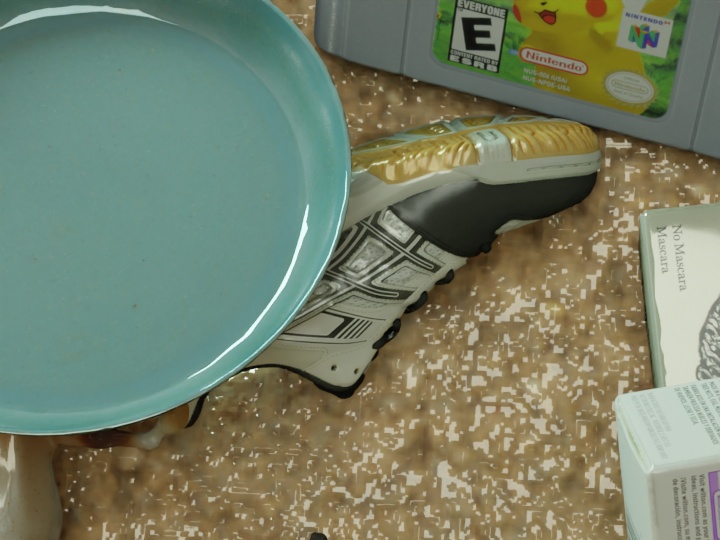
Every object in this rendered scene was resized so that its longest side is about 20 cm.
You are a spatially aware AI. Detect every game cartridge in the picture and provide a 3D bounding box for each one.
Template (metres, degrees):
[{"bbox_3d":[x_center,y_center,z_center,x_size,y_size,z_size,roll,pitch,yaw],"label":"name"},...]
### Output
[{"bbox_3d":[0.080,-0.118,0.778,0.198,0.134,0.041,15,38,11],"label":"game cartridge"}]

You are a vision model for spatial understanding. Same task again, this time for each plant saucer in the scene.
[{"bbox_3d":[-0.102,-0.029,0.743,0.198,0.027,0.202,-1,62,2],"label":"plant saucer"}]

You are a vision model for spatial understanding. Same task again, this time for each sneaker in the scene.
[{"bbox_3d":[0.000,0.000,0.798,0.198,0.076,0.088,-17,99,0],"label":"sneaker"}]

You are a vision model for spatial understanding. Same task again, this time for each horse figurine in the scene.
[{"bbox_3d":[-0.117,0.095,0.779,0.132,0.050,0.202,-11,84,36],"label":"horse figurine"}]

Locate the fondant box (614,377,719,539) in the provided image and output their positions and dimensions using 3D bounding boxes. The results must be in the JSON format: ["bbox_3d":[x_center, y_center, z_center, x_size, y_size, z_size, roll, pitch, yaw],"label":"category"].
[{"bbox_3d":[0.192,0.101,0.699,0.198,0.058,0.145,-9,112,-1],"label":"fondant box"}]

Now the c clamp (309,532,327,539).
[{"bbox_3d":[0.047,0.144,0.768,0.198,0.027,0.172,1,82,6],"label":"c clamp"}]

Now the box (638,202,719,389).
[{"bbox_3d":[0.203,0.012,0.759,0.198,0.068,0.083,-8,77,6],"label":"box"}]

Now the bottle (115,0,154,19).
[{"bbox_3d":[-0.039,-0.182,0.837,0.083,0.065,0.201,27,82,13],"label":"bottle"}]
